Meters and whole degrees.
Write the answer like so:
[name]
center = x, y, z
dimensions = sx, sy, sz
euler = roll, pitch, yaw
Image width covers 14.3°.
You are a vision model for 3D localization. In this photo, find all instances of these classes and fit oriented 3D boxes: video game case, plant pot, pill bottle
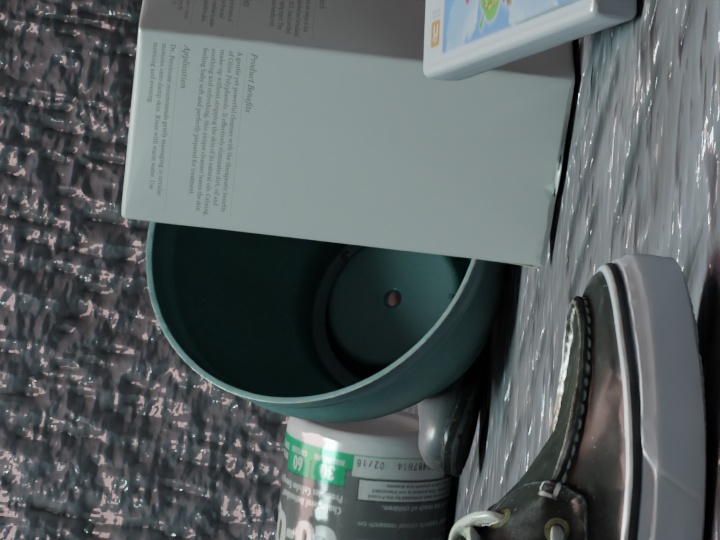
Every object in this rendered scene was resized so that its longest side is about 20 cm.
[video game case]
center = 0.067, -0.178, 1.159
dimensions = 0.200, 0.022, 0.182
euler = 170, 102, -72
[plant pot]
center = 0.000, 0.000, 1.597
dimensions = 0.134, 0.200, 0.201
euler = 43, -132, -58
[pill bottle]
center = -0.002, 0.195, 1.874
dimensions = 0.113, 0.113, 0.200
euler = -94, 9, -82

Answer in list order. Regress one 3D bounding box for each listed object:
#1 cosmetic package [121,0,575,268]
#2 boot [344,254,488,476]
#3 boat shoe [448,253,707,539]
[cosmetic package]
center = -0.006, -0.074, 1.333
dimensions = 0.085, 0.200, 0.108
euler = -89, 7, -57
[boot]
center = 0.008, 0.037, 1.701
dimensions = 0.200, 0.131, 0.070
euler = -85, 2, -47
[boat shoe]
center = 0.054, 0.090, 0.793
dimensions = 0.072, 0.071, 0.200
euler = 100, 176, -76
